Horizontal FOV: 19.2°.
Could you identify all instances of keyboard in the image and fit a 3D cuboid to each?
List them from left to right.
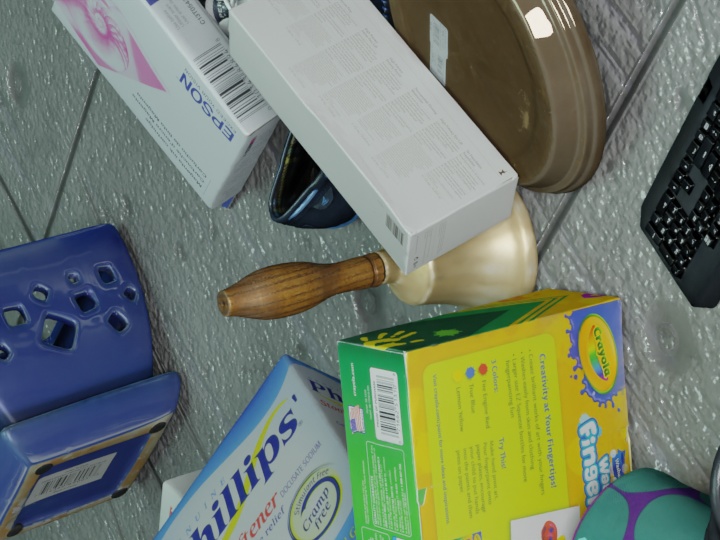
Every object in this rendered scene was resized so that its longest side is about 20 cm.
[{"bbox_3d":[0.201,-0.062,1.129,0.104,0.039,0.201,56,142,33],"label":"keyboard"}]

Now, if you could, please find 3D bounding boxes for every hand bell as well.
[{"bbox_3d":[0.000,0.000,1.311,0.104,0.199,0.105,24,119,53],"label":"hand bell"}]

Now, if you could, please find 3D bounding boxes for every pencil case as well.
[{"bbox_3d":[0.207,0.186,1.155,0.200,0.085,0.093,30,108,50],"label":"pencil case"}]

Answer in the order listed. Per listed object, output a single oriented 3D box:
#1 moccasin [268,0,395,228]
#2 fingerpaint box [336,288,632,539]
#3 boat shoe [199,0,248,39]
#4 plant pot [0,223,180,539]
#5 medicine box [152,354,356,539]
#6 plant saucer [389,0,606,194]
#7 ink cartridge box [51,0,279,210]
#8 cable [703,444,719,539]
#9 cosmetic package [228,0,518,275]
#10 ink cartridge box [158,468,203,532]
[{"bbox_3d":[-0.013,-0.106,1.420,0.080,0.068,0.201,44,133,42],"label":"moccasin"},{"bbox_3d":[0.079,0.125,1.258,0.073,0.166,0.202,8,108,54],"label":"fingerpaint box"},{"bbox_3d":[-0.079,-0.187,1.497,0.199,0.068,0.073,11,109,56],"label":"boat shoe"},{"bbox_3d":[-0.274,0.103,1.782,0.180,0.199,0.200,59,142,19],"label":"plant pot"},{"bbox_3d":[-0.033,0.191,1.414,0.183,0.103,0.200,-54,35,12],"label":"medicine box"},{"bbox_3d":[0.074,-0.132,1.258,0.200,0.029,0.201,50,157,30],"label":"plant saucer"},{"bbox_3d":[-0.149,-0.144,1.554,0.197,0.043,0.200,51,155,6],"label":"ink cartridge box"},{"bbox_3d":[0.209,0.050,1.041,0.163,0.050,0.201,-49,-22,-77],"label":"cable"},{"bbox_3d":[0.005,-0.097,1.311,0.200,0.082,0.051,52,160,25],"label":"cosmetic package"},{"bbox_3d":[-0.076,0.260,1.619,0.200,0.083,0.146,40,132,45],"label":"ink cartridge box"}]
